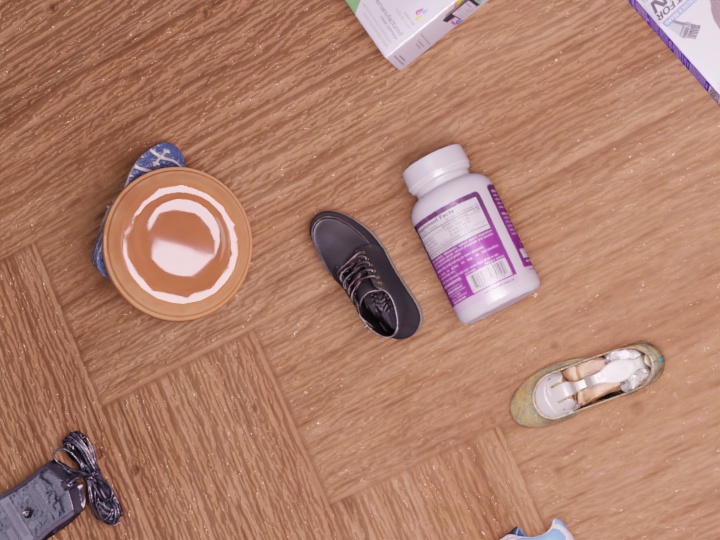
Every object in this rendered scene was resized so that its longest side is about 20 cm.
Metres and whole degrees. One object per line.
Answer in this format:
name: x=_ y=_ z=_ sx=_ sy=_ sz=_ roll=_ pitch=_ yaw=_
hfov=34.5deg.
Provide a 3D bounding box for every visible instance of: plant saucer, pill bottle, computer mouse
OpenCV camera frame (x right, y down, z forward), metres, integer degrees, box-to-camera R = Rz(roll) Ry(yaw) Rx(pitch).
plant saucer: x=-0.234 y=-0.035 z=1.502 sx=0.197 sy=0.037 sz=0.203 roll=1 pitch=88 yaw=-18
pill bottle: x=0.129 y=-0.046 z=1.417 sx=0.111 sy=0.112 sz=0.202 roll=-27 pitch=82 yaw=13
computer mouse: x=-0.429 y=0.325 z=1.593 sx=0.198 sy=0.053 sz=0.140 roll=-31 pitch=82 yaw=1

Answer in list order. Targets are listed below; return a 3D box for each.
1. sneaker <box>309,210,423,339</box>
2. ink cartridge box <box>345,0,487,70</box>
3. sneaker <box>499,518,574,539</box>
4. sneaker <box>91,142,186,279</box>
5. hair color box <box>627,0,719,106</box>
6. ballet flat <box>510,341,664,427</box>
sneaker: x=0.000 y=0.000 z=1.453 sx=0.075 sy=0.106 sz=0.200 roll=-44 pitch=79 yaw=10
ink cartridge box: x=0.079 y=-0.375 z=1.453 sx=0.199 sy=0.084 sz=0.146 roll=-37 pitch=80 yaw=11
sneaker: x=0.172 y=0.361 z=1.425 sx=0.198 sy=0.072 sz=0.073 roll=-22 pitch=49 yaw=20
sneaker: x=-0.306 y=-0.084 z=1.553 sx=0.085 sy=0.077 sz=0.202 roll=6 pitch=65 yaw=55
hair color box: x=0.409 y=-0.303 z=1.374 sx=0.109 sy=0.065 sz=0.201 roll=-41 pitch=81 yaw=10
ballet flat: x=0.269 y=0.137 z=1.398 sx=0.198 sy=0.071 sz=0.072 roll=-22 pitch=83 yaw=14
